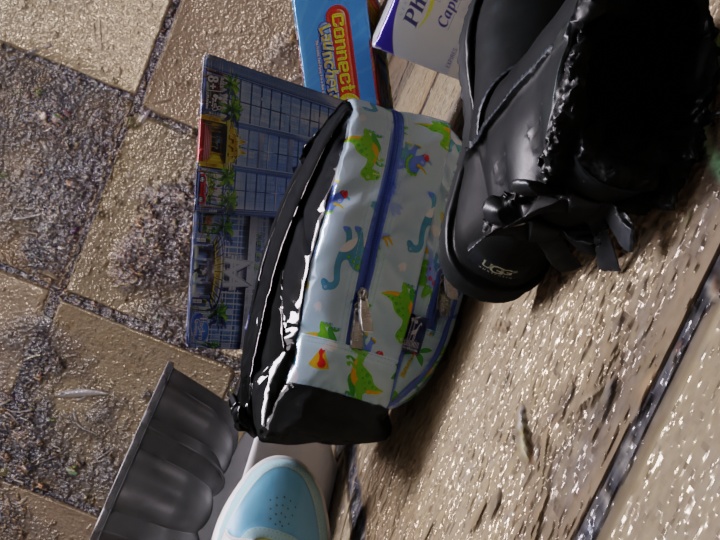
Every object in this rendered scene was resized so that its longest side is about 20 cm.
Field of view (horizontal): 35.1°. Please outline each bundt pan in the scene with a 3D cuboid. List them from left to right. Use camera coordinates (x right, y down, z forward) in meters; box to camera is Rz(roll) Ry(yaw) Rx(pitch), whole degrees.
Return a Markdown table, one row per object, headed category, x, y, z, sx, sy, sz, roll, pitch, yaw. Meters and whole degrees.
| category | x | y | z | sx | sy | sz | roll | pitch | yaw |
| --- | --- | --- | --- | --- | --- | --- | --- | --- | --- |
| bundt pan | -0.152 | 0.174 | 0.864 | 0.202 | 0.075 | 0.203 | -157 | 90 | -84 |

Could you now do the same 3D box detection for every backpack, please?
| category | x | y | z | sx | sy | sz | roll | pitch | yaw |
| --- | --- | --- | --- | --- | --- | --- | --- | --- | --- |
| backpack | 0.000 | 0.000 | 0.682 | 0.163 | 0.153 | 0.201 | 140 | 131 | -81 |

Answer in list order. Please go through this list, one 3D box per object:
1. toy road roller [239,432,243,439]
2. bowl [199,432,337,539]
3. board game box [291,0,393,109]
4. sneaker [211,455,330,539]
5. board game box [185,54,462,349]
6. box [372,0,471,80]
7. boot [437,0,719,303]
| category | x | y | z | sx | sy | sz | roll | pitch | yaw |
| --- | --- | --- | --- | --- | --- | --- | --- | --- | --- |
| toy road roller | -0.141 | 0.249 | 1.014 | 0.146 | 0.122 | 0.201 | -104 | 31 | -60 |
| bowl | -0.081 | 0.208 | 0.832 | 0.200 | 0.074 | 0.200 | -73 | 9 | -52 |
| board game box | -0.004 | -0.128 | 0.935 | 0.200 | 0.056 | 0.197 | -54 | -43 | -82 |
| sneaker | -0.048 | 0.187 | 0.621 | 0.131 | 0.079 | 0.201 | 121 | 161 | -62 |
| board game box | -0.016 | -0.038 | 0.789 | 0.062 | 0.198 | 0.201 | -149 | 62 | -81 |
| box | 0.094 | -0.251 | 0.870 | 0.200 | 0.104 | 0.185 | -81 | 14 | -69 |
| boot | 0.088 | -0.087 | 0.473 | 0.163 | 0.073 | 0.199 | 123 | 161 | -70 |
